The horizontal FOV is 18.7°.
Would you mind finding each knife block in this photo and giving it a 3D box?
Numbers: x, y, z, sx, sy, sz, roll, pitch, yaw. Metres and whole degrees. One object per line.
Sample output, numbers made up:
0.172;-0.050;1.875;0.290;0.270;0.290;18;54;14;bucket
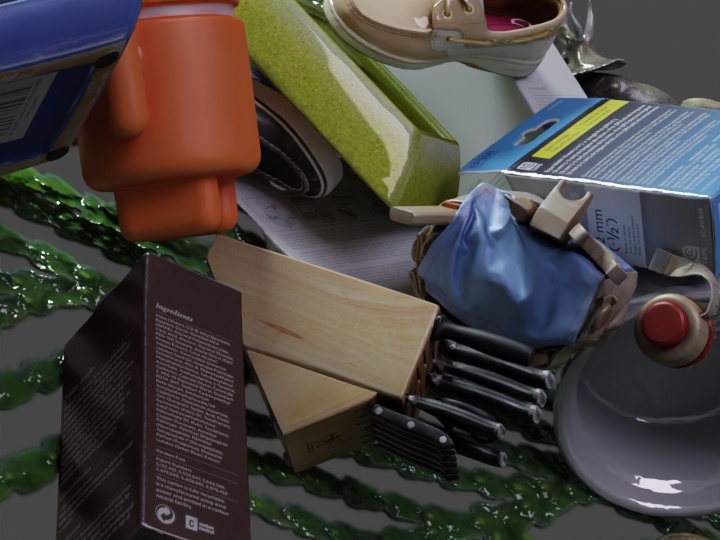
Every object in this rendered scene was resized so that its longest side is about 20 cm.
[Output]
0.016;0.044;1.374;0.175;0.064;0.200;-22;62;-7;knife block

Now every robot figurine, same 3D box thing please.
-0.126;-0.120;1.382;0.144;0.117;0.200;-8;91;-39;robot figurine

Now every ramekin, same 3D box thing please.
0.230;0.068;1.539;0.200;0.200;0.098;28;29;-22;ramekin

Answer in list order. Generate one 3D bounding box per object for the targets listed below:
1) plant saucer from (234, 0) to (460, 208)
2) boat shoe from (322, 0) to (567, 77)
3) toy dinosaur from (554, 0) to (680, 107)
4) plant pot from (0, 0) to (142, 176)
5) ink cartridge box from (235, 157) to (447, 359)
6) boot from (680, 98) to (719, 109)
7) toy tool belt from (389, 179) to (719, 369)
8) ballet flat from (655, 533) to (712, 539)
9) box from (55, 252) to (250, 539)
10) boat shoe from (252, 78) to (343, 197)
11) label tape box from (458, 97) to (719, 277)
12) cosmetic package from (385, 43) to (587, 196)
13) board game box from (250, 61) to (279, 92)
-0.006;-0.126;1.549;0.200;0.048;0.200;48;10;10;plant saucer
0.065;-0.188;1.564;0.200;0.069;0.074;0;53;-40;boat shoe
0.220;-0.121;1.801;0.200;0.102;0.077;34;36;-11;toy dinosaur
-0.247;-0.155;1.264;0.200;0.200;0.180;-18;72;-33;plant pot
0.000;0.000;1.524;0.162;0.057;0.200;-8;39;-48;ink cartridge box
0.323;-0.046;1.794;0.200;0.073;0.156;21;64;-41;boot
0.121;0.006;1.413;0.200;0.125;0.123;23;-1;28;toy tool belt
0.280;0.229;1.535;0.200;0.071;0.071;22;40;-29;ballet flat
-0.119;0.100;1.238;0.075;0.100;0.200;22;41;-28;box
-0.105;-0.105;1.497;0.200;0.071;0.064;36;59;-5;boat shoe
0.191;-0.062;1.529;0.143;0.200;0.066;-36;124;-45;label tape box
0.106;-0.121;1.681;0.081;0.113;0.200;-2;57;-45;cosmetic package
-0.112;-0.166;1.570;0.200;0.019;0.103;38;20;-8;board game box
